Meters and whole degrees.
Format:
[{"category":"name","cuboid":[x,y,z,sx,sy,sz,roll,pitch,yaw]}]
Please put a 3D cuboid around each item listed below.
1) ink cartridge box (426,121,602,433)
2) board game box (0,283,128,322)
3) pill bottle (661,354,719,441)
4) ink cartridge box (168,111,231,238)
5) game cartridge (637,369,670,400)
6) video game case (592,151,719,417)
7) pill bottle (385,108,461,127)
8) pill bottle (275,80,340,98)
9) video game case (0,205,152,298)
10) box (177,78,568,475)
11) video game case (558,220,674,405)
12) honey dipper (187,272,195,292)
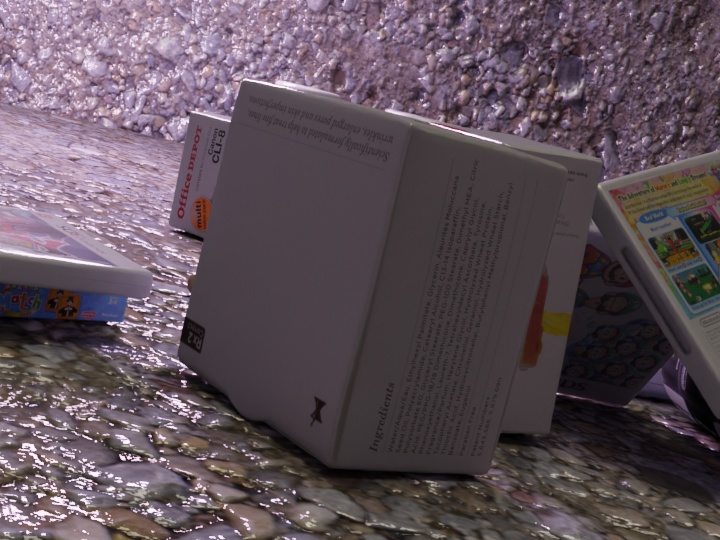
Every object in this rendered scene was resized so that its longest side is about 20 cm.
[{"category":"ink cartridge box","cuboid":[0.091,0.003,0.938,0.082,0.203,0.145,6,10,-23]},{"category":"board game box","cuboid":[-0.290,-0.003,0.922,0.150,0.037,0.199,21,9,41]},{"category":"pill bottle","cuboid":[0.329,0.100,1.053,0.105,0.108,0.200,13,8,-8]},{"category":"ink cartridge box","cuboid":[-0.105,-0.094,1.524,0.198,0.148,0.144,18,9,35]},{"category":"game cartridge","cuboid":[0.222,0.081,1.272,0.131,0.041,0.200,15,6,-18]},{"category":"video game case","cuboid":[0.275,0.000,0.946,0.198,0.024,0.183,-16,69,-40]},{"category":"pill bottle","cuboid":[0.059,-0.093,1.604,0.107,0.203,0.109,13,7,-2]},{"category":"pill bottle","cuboid":[-0.105,-0.194,2.043,0.110,0.203,0.111,14,7,-2]},{"category":"video game case","cuboid":[-0.270,-0.024,0.889,0.198,0.023,0.181,8,10,-38]},{"category":"box","cuboid":[0.000,0.000,0.810,0.129,0.203,0.198,9,9,-37]},{"category":"video game case","cuboid":[0.187,0.035,1.044,0.179,0.201,0.024,12,47,-17]},{"category":"honey dipper","cuboid":[-0.059,0.029,1.125,0.197,0.039,0.038,14,7,9]}]
